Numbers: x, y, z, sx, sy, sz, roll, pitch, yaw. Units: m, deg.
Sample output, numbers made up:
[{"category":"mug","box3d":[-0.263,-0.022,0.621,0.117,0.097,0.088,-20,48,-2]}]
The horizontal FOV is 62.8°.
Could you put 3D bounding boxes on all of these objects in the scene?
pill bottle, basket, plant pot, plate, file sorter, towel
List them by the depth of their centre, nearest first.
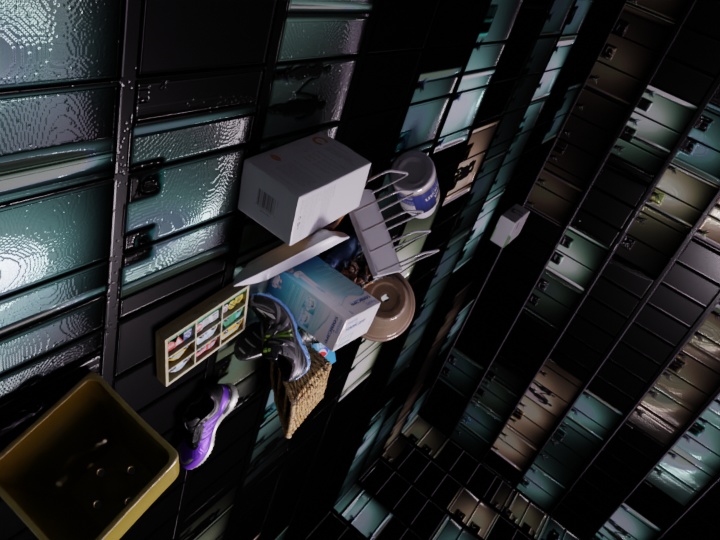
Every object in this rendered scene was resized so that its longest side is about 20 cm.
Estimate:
[{"category":"plant pot","box3d":[-0.403,0.318,0.912,0.194,0.195,0.201,-46,166,-27]},{"category":"plate","box3d":[-0.125,-0.031,1.088,0.197,0.033,0.200,-26,179,8]},{"category":"file sorter","box3d":[0.070,-0.107,1.293,0.123,0.203,0.138,-24,174,26]},{"category":"basket","box3d":[-0.173,0.276,1.423,0.149,0.142,0.201,-46,163,-34]},{"category":"towel","box3d":[-0.023,-0.048,1.431,0.200,0.048,0.112,-45,157,-29]},{"category":"pill bottle","box3d":[0.143,-0.207,1.489,0.112,0.110,0.200,-54,160,-7]},{"category":"plant pot","box3d":[0.054,0.077,1.516,0.201,0.199,0.175,-52,178,-11]}]

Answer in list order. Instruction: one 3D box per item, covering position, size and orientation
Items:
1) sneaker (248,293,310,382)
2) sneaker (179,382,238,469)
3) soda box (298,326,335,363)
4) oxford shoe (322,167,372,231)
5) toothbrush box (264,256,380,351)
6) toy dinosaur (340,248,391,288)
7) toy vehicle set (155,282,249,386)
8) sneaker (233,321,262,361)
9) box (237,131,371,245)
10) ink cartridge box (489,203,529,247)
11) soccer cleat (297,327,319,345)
[{"category":"sneaker","box3d":[-0.169,0.135,1.189,0.083,0.070,0.202,-39,110,-45]},{"category":"sneaker","box3d":[-0.342,0.322,1.229,0.202,0.069,0.099,-62,153,3]},{"category":"soda box","box3d":[-0.112,0.157,1.439,0.067,0.064,0.202,-31,138,-25]},{"category":"oxford shoe","box3d":[-0.042,-0.152,1.202,0.201,0.071,0.072,-56,174,-27]},{"category":"toothbrush box","box3d":[-0.079,0.062,1.244,0.146,0.199,0.086,-22,141,-58]},{"category":"toy dinosaur","box3d":[0.000,0.000,1.390,0.136,0.102,0.201,-42,-167,30]},{"category":"toy vehicle set","box3d":[-0.287,0.110,1.084,0.199,0.026,0.125,-38,152,-42]},{"category":"sneaker","box3d":[-0.195,0.142,1.284,0.200,0.074,0.080,-36,157,-45]},{"category":"box","box3d":[-0.094,-0.147,1.011,0.199,0.124,0.098,-34,151,-45]},{"category":"ink cartridge box","box3d":[0.725,-0.219,2.859,0.199,0.083,0.146,-33,150,-47]},{"category":"soccer cleat","box3d":[-0.072,0.132,1.329,0.198,0.081,0.068,-31,162,-20]}]
